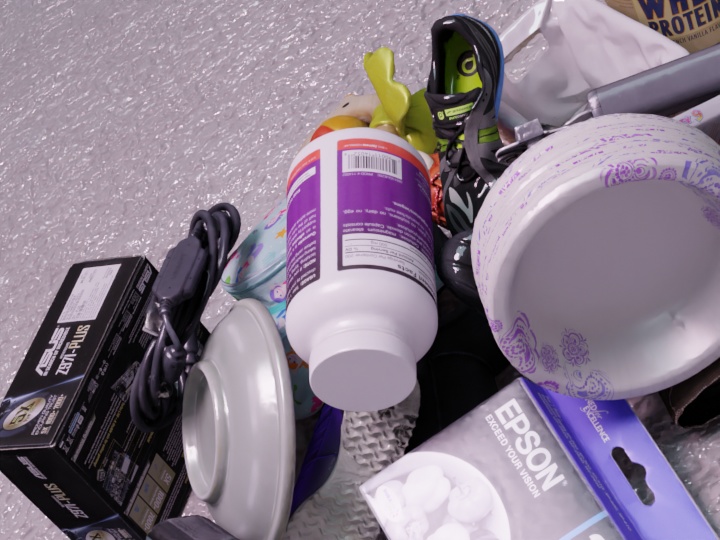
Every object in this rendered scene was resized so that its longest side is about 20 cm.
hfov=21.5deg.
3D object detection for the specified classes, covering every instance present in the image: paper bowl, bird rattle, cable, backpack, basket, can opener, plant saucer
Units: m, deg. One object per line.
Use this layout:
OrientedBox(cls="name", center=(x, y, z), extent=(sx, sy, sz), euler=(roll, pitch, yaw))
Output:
OrientedBox(cls="paper bowl", center=(0.175, -0.017, 1.312), extent=(0.200, 0.201, 0.105), euler=(-30, 36, 9))
OrientedBox(cls="bird rattle", center=(-0.004, -0.099, 1.755), extent=(0.201, 0.112, 0.163), euler=(-59, 29, -6))
OrientedBox(cls="cable", center=(-0.138, 0.037, 1.533), extent=(0.050, 0.164, 0.201), euler=(13, 40, 1))
OrientedBox(cls="backpack", center=(-0.032, 0.020, 1.577), extent=(0.201, 0.150, 0.177), euler=(-53, 16, -6))
OrientedBox(cls="basket", center=(0.194, -0.125, 1.569), extent=(0.135, 0.124, 0.200), euler=(-42, 37, -6))
OrientedBox(cls="can opener", center=(0.196, -0.105, 1.426), extent=(0.198, 0.053, 0.068), euler=(-19, 79, 15))
OrientedBox(cls="plant saucer", center=(-0.101, 0.123, 1.461), extent=(0.050, 0.202, 0.201), euler=(0, 32, -20))

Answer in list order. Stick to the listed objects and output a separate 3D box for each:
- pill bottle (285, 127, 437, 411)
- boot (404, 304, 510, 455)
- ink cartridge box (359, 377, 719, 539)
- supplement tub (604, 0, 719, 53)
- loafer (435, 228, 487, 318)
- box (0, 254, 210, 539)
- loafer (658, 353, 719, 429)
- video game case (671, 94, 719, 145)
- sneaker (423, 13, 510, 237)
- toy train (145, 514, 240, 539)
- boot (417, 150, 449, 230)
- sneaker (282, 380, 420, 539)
OrientedBox(cls="pill bottle", center=(0.000, 0.000, 1.400), extent=(0.112, 0.113, 0.201), euler=(-19, 48, 22))
OrientedBox(cls="boot", center=(0.102, 0.102, 1.449), extent=(0.164, 0.066, 0.201), euler=(-34, 32, 22))
OrientedBox(cls="ink cartridge box", center=(0.127, 0.179, 1.324), extent=(0.199, 0.043, 0.199), euler=(-34, 58, 3))
OrientedBox(cls="supplement tub", center=(0.261, -0.282, 1.615), extent=(0.143, 0.200, 0.145), euler=(-22, 40, 19))
OrientedBox(cls="loafer", center=(0.148, 0.028, 1.419), extent=(0.069, 0.199, 0.070), euler=(-65, 7, -10))
OrientedBox(cls="box", center=(-0.207, 0.116, 1.607), extent=(0.085, 0.164, 0.201), euler=(-6, 48, 35))
OrientedBox(cls="loafer", center=(0.300, 0.065, 1.339), extent=(0.199, 0.073, 0.072), euler=(-27, 41, 29))
OrientedBox(cls="video game case", center=(0.223, -0.068, 1.435), extent=(0.199, 0.144, 0.018), euler=(-26, 65, -16))
OrientedBox(cls="sneaker", center=(0.081, -0.108, 1.500), extent=(0.070, 0.083, 0.202), euler=(-12, 75, 28))
OrientedBox(cls="toy train", center=(-0.098, 0.263, 1.399), extent=(0.199, 0.085, 0.115), euler=(26, 113, 49))
OrientedBox(cls="boot", center=(0.098, -0.046, 1.566), extent=(0.200, 0.106, 0.076), euler=(45, 121, 56))
OrientedBox(cls="sneaker", center=(-0.014, 0.154, 1.476), extent=(0.202, 0.069, 0.100), euler=(-64, 15, 6))
